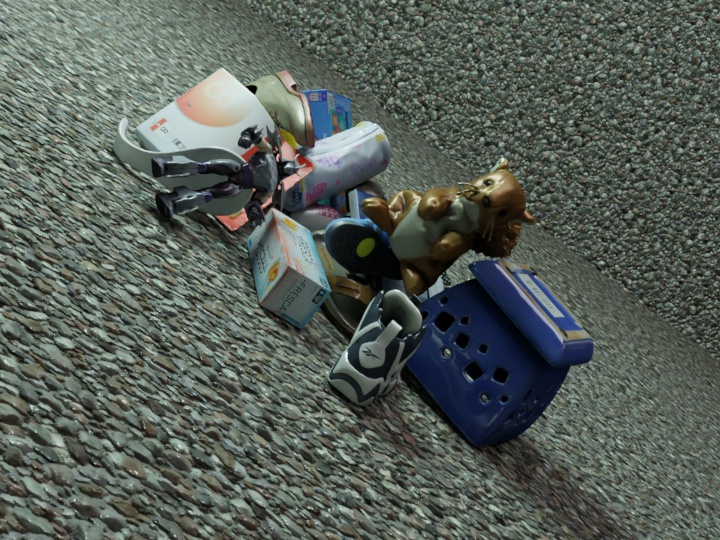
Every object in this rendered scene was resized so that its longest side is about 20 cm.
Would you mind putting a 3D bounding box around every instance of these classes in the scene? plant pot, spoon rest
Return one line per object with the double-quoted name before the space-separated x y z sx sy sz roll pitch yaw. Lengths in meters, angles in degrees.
"plant pot" 0.183 0.097 1.575 0.200 0.180 0.200 51 19 19
"spoon rest" -0.235 -0.135 1.561 0.200 0.099 0.061 22 30 2

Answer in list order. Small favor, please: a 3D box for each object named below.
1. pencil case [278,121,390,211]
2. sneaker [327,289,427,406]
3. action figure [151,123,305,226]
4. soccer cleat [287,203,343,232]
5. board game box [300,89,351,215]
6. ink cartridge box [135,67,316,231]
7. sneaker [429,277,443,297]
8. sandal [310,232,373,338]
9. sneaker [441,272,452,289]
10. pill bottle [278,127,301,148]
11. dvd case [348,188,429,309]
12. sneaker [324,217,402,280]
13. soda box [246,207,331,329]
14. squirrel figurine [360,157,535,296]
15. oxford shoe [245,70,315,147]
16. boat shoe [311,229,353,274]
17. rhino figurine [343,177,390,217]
"pencil case" -0.047 -0.156 1.748 0.083 0.091 0.200 33 41 33
"sneaker" 0.036 0.079 1.420 0.079 0.130 0.199 41 14 11
"action figure" -0.160 -0.116 1.503 0.200 0.130 0.069 -12 11 -24
"soccer cleat" -0.026 -0.041 1.780 0.200 0.070 0.086 22 20 -47
"board game box" -0.049 -0.177 1.881 0.045 0.200 0.152 -2 1 14
"ink cartridge box" -0.185 -0.169 1.637 0.200 0.162 0.050 41 -24 22
"sneaker" 0.076 0.006 1.849 0.073 0.071 0.200 8 56 -30
"sandal" -0.015 0.022 1.587 0.082 0.055 0.200 12 43 -49
"sneaker" 0.061 -0.010 1.934 0.200 0.074 0.080 40 -8 14
"pill bottle" -0.164 -0.179 1.799 0.114 0.114 0.200 44 15 24
"dvd case" 0.044 -0.007 1.699 0.143 0.018 0.200 18 58 -45
"sneaker" 0.004 -0.039 1.602 0.078 0.066 0.200 45 17 34
"soda box" -0.094 -0.006 1.513 0.068 0.064 0.200 32 15 -21
"squirrel figurine" 0.138 -0.072 1.560 0.200 0.187 0.142 -6 69 -62
"oxford shoe" -0.115 -0.224 1.718 0.075 0.071 0.200 -13 31 -13
"boat shoe" 0.000 0.000 1.706 0.200 0.072 0.068 19 28 -37
"rhino figurine" 0.011 -0.096 1.804 0.087 0.060 0.200 44 14 -12
